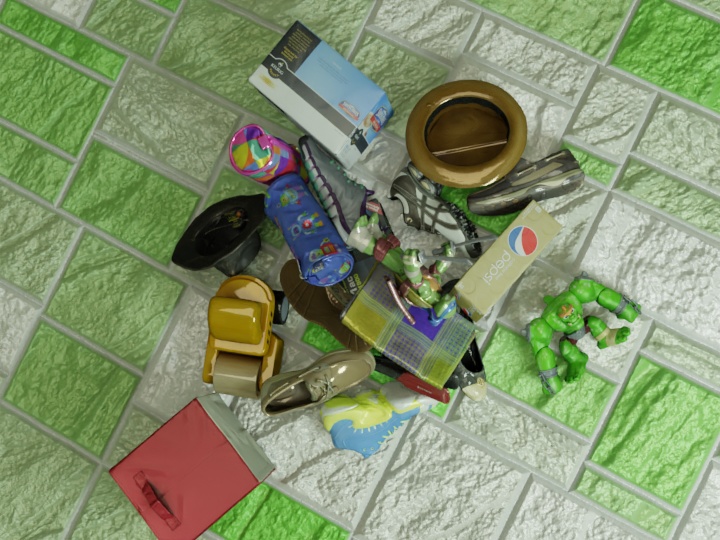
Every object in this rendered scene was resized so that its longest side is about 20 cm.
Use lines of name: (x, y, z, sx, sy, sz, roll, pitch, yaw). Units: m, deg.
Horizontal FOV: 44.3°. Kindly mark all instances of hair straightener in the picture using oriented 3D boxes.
hair straightener: (0.074, 0.157, 1.457, 0.198, 0.077, 0.041, 14, 132, 30)

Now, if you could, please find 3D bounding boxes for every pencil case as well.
pencil case: (-0.142, -0.183, 1.457, 0.087, 0.200, 0.090, 0, 89, 17)
pencil case: (-0.088, -0.062, 1.405, 0.086, 0.078, 0.201, -26, 57, -9)

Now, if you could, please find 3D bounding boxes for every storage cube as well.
storage cube: (-0.265, 0.321, 1.431, 0.179, 0.200, 0.172, -39, 84, 0)

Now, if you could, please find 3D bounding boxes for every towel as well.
towel: (0.075, 0.082, 1.384, 0.199, 0.023, 0.144, 36, 54, 4)

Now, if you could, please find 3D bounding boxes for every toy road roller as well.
toy road roller: (-0.199, 0.109, 1.461, 0.121, 0.146, 0.203, 7, 86, 10)

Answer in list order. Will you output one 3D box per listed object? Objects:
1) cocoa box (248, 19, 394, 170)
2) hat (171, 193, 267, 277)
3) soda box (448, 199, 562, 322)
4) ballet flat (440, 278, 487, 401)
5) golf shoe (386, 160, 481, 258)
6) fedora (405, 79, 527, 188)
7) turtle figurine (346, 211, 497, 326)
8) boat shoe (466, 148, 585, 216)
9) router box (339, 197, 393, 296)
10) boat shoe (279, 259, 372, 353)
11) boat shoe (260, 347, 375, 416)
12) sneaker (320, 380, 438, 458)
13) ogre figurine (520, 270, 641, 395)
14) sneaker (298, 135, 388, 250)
cocoa box: (-0.061, -0.291, 1.479, 0.200, 0.133, 0.132, 41, 92, 10)
hat: (-0.222, -0.043, 1.493, 0.198, 0.201, 0.082, -23, 122, 7)
soda box: (0.231, -0.014, 1.417, 0.068, 0.064, 0.200, 43, 76, 6)
ballet flat: (0.171, 0.112, 1.439, 0.056, 0.066, 0.203, -22, 78, 43)
golf shoe: (0.121, -0.085, 1.466, 0.094, 0.078, 0.201, -41, 67, 13)
fedora: (0.174, -0.215, 1.456, 0.197, 0.082, 0.204, -2, 76, 9)
turtle figurine: (0.090, -0.034, 1.335, 0.193, 0.201, 0.144, 35, 49, 11)
boat shoe: (0.265, -0.145, 1.453, 0.197, 0.075, 0.074, -16, 73, -1)
router box: (0.000, 0.000, 1.481, 0.148, 0.062, 0.202, -24, 82, 8)
boat shoe: (-0.048, 0.057, 1.429, 0.200, 0.063, 0.074, 44, 109, 14)
boat shoe: (-0.068, 0.185, 1.425, 0.197, 0.065, 0.073, -19, 114, 5)
sneaker: (0.036, 0.247, 1.461, 0.197, 0.076, 0.107, -7, 110, 2)
ogre figurine: (0.339, 0.093, 1.407, 0.200, 0.098, 0.120, -41, 98, 19)
sneaker: (-0.030, -0.137, 1.441, 0.087, 0.074, 0.202, -25, 88, -4)
